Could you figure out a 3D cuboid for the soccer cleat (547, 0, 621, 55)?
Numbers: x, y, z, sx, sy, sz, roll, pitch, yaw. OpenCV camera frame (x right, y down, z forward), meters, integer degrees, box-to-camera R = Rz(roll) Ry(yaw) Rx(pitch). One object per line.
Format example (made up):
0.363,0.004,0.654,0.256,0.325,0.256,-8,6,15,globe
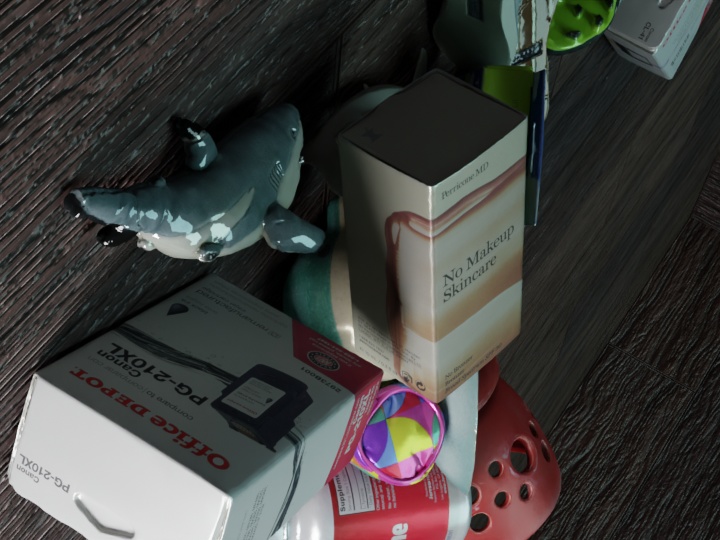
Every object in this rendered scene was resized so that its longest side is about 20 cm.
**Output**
0.222,-0.261,1.412,0.200,0.067,0.081,-48,173,-39,soccer cleat

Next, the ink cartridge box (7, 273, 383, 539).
-0.098,0.096,0.879,0.200,0.144,0.085,-34,148,-58,ink cartridge box

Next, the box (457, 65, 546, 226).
0.099,-0.096,1.125,0.200,0.047,0.123,-161,-106,-82,box

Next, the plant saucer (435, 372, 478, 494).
0.072,0.089,1.198,0.201,0.038,0.202,180,-90,-89,plant saucer

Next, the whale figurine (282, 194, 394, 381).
0.000,0.000,1.138,0.200,0.103,0.159,-75,146,-44,whale figurine

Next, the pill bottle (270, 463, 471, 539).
-0.010,0.210,1.271,0.199,0.112,0.113,-5,135,-21,pill bottle

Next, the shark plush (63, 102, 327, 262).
-0.104,-0.052,0.822,0.199,0.091,0.084,-9,109,-45,shark plush

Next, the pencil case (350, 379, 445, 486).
-0.003,0.120,1.181,0.089,0.088,0.200,-57,-159,-11,pencil case

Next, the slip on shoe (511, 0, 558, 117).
0.130,-0.214,1.218,0.076,0.061,0.201,-24,128,-28,slip on shoe

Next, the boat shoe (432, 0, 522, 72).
0.101,-0.220,1.082,0.072,0.070,0.201,-61,168,-17,boat shoe

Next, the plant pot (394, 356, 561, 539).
0.084,0.180,1.455,0.200,0.200,0.183,-48,119,-38,plant pot

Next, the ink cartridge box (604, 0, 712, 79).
0.365,-0.325,1.697,0.148,0.085,0.200,-62,163,7,ink cartridge box

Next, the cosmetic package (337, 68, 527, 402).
0.052,-0.021,0.969,0.103,0.087,0.201,-37,141,-29,cosmetic package

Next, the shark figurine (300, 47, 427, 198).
0.036,-0.103,1.040,0.214,0.089,0.129,2,104,-59,shark figurine
